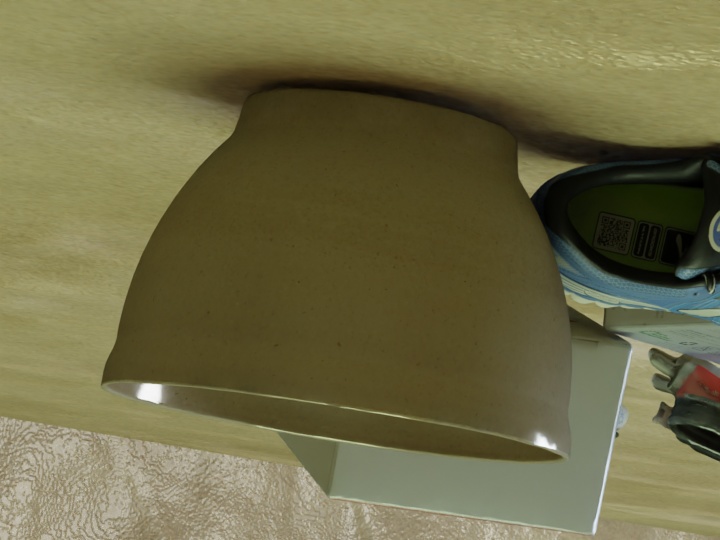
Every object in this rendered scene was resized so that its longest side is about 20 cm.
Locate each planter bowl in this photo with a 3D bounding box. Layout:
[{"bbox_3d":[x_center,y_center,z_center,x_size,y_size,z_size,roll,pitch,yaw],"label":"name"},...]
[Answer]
[{"bbox_3d":[0.000,0.000,1.207,0.199,0.136,0.200,10,173,1],"label":"planter bowl"}]

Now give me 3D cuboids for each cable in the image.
[{"bbox_3d":[0.242,0.096,1.556,0.199,0.051,0.097,22,175,11],"label":"cable"}]

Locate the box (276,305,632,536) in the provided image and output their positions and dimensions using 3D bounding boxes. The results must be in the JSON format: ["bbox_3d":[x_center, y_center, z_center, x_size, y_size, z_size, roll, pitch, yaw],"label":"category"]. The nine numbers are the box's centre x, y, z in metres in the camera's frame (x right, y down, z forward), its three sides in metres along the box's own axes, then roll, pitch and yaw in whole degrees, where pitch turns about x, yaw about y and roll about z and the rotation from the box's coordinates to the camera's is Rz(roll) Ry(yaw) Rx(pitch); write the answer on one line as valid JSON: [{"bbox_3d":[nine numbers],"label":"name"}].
[{"bbox_3d":[0.045,0.064,1.574,0.151,0.107,0.200,9,-173,-11],"label":"box"}]

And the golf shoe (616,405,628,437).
[{"bbox_3d":[0.151,0.105,2.122,0.097,0.079,0.200,-10,177,1],"label":"golf shoe"}]

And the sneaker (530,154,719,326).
[{"bbox_3d":[0.167,-0.006,1.226,0.199,0.079,0.089,7,174,6],"label":"sneaker"}]

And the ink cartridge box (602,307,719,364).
[{"bbox_3d":[0.262,0.028,1.509,0.199,0.041,0.199,0,170,37],"label":"ink cartridge box"}]
